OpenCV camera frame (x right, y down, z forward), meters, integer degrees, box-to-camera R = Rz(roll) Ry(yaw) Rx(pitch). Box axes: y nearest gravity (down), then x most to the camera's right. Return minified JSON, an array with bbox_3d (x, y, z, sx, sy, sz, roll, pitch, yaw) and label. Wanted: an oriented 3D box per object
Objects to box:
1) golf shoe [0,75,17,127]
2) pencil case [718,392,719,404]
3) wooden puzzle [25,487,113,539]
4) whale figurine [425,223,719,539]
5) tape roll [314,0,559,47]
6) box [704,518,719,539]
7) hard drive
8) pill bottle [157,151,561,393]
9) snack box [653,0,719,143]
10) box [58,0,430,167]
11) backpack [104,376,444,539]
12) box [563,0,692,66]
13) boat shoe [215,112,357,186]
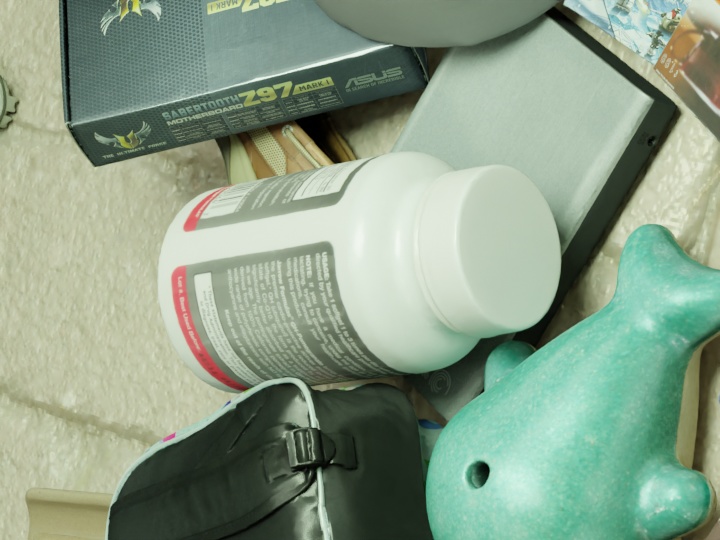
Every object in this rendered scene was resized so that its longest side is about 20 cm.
[{"bbox_3d":[-0.309,-0.058,1.712,0.078,0.097,0.201,37,107,41],"label":"golf shoe"},{"bbox_3d":[0.238,0.099,1.147,0.086,0.078,0.200,-22,52,-12],"label":"pencil case"},{"bbox_3d":[-0.137,0.231,1.516,0.184,0.037,0.202,0,84,44],"label":"wooden puzzle"},{"bbox_3d":[0.105,0.074,1.264,0.159,0.103,0.201,40,107,43],"label":"whale figurine"},{"bbox_3d":[0.043,-0.217,1.372,0.199,0.066,0.202,-10,61,19],"label":"tape roll"},{"bbox_3d":[0.154,0.212,1.184,0.201,0.100,0.075,-55,48,19],"label":"box"},{"bbox_3d":[0.067,-0.036,1.379,0.140,0.033,0.201,44,111,41],"label":"hard drive"},{"bbox_3d":[0.000,0.000,1.334,0.199,0.110,0.112,-9,74,43],"label":"pill bottle"},{"bbox_3d":[0.210,-0.060,1.191,0.200,0.024,0.072,53,126,37],"label":"snack box"},{"bbox_3d":[-0.067,-0.154,1.453,0.198,0.051,0.159,-12,59,12],"label":"box"},{"bbox_3d":[-0.041,0.157,1.353,0.199,0.150,0.179,-25,65,40],"label":"backpack"},{"bbox_3d":[0.201,-0.143,1.269,0.200,0.040,0.138,41,109,42],"label":"box"},{"bbox_3d":[-0.049,-0.097,1.489,0.074,0.075,0.201,-40,63,24],"label":"boat shoe"}]
